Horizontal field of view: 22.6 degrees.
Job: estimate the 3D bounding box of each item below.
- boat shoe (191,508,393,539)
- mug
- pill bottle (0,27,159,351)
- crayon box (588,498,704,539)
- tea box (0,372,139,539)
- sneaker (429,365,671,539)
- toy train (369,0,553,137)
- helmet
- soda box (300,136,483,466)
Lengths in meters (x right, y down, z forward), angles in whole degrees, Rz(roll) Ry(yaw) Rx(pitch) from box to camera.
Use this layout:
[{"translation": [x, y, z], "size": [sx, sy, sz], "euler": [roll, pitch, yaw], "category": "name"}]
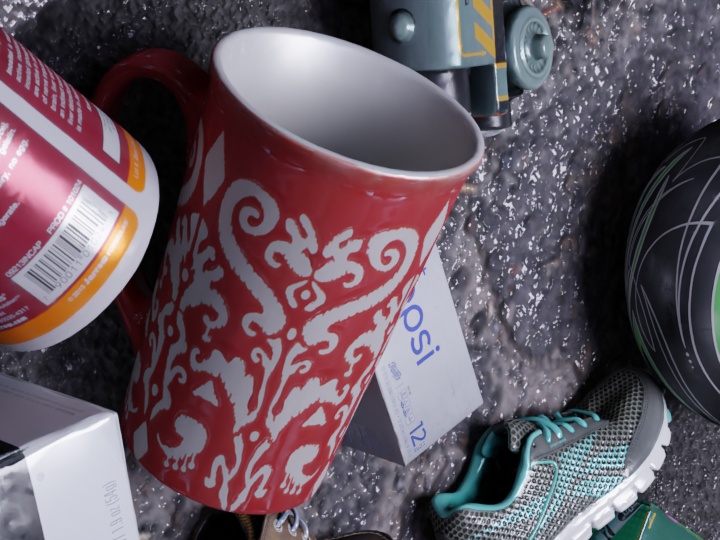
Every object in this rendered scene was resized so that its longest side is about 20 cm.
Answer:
[{"translation": [-0.055, 0.158, 0.943], "size": [0.199, 0.072, 0.073], "euler": [-11, 103, -41], "category": "boat shoe"}, {"translation": [-0.049, -0.007, 0.871], "size": [0.133, 0.177, 0.202], "euler": [-6, 127, -42], "category": "mug"}, {"translation": [-0.187, -0.060, 0.757], "size": [0.200, 0.112, 0.114], "euler": [41, 70, -39], "category": "pill bottle"}, {"translation": [0.163, 0.258, 1.170], "size": [0.118, 0.058, 0.202], "euler": [35, 74, -40], "category": "crayon box"}, {"translation": [-0.198, 0.173, 0.771], "size": [0.196, 0.133, 0.202], "euler": [-24, 113, -37], "category": "tea box"}, {"translation": [0.116, 0.117, 1.096], "size": [0.200, 0.077, 0.092], "euler": [-46, 121, -29], "category": "sneaker"}, {"translation": [0.046, -0.170, 0.963], "size": [0.113, 0.085, 0.203], "euler": [-15, 105, -52], "category": "toy train"}, {"translation": [0.257, 0.002, 1.126], "size": [0.189, 0.200, 0.202], "euler": [18, 84, -9], "category": "helmet"}, {"translation": [0.000, 0.000, 0.973], "size": [0.068, 0.063, 0.202], "euler": [-35, 119, -32], "category": "soda box"}]
